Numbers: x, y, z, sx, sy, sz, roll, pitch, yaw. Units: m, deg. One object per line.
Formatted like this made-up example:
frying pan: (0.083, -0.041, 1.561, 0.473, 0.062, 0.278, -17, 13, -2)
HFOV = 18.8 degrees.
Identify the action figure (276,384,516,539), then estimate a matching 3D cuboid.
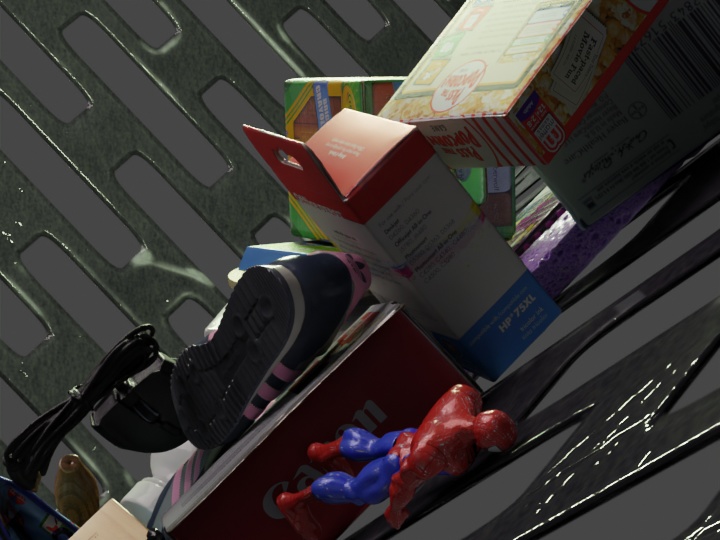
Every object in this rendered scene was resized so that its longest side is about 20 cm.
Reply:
action figure: (0.025, 0.103, 1.168, 0.065, 0.052, 0.200, -51, 10, -30)

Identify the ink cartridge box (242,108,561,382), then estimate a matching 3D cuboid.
ink cartridge box: (0.024, -0.031, 1.360, 0.067, 0.200, 0.116, -44, 24, -11)

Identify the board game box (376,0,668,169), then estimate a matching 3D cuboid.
board game box: (0.113, -0.151, 1.375, 0.200, 0.046, 0.151, -52, 26, -20)

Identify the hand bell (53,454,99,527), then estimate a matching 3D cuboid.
hand bell: (-0.206, 0.201, 1.633, 0.104, 0.104, 0.201, -45, -29, -31)

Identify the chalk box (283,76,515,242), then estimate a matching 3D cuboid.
chalk box: (0.036, -0.082, 1.605, 0.123, 0.125, 0.200, -3, 5, -23)

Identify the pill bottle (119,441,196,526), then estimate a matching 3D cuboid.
pill bottle: (-0.088, 0.140, 1.674, 0.200, 0.112, 0.112, -45, 2, -27)

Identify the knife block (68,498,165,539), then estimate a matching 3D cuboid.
knife block: (-0.106, 0.224, 1.307, 0.064, 0.200, 0.175, -43, 47, -13)

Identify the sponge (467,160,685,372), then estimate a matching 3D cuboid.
sponge: (0.133, -0.008, 1.494, 0.200, 0.030, 0.112, -44, 3, -14)

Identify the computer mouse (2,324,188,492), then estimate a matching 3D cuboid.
computer mouse: (-0.163, 0.111, 1.473, 0.140, 0.046, 0.200, -42, -15, -1)

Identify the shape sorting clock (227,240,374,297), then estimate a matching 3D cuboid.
shape sorting clock: (0.000, 0.000, 1.623, 0.199, 0.039, 0.200, -2, 6, 0)

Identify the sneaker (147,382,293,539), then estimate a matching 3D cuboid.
sneaker: (-0.102, 0.158, 1.527, 0.200, 0.070, 0.082, -57, -4, 21)

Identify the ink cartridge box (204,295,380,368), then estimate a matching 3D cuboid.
ink cartridge box: (-0.017, 0.036, 1.659, 0.160, 0.050, 0.200, 0, 15, 12)

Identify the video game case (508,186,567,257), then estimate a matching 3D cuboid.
video game case: (0.148, -0.036, 1.662, 0.181, 0.036, 0.200, -45, 2, -12)

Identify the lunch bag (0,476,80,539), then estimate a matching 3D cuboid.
lunch bag: (-0.219, 0.213, 1.530, 0.094, 0.200, 0.151, -44, 2, -21)

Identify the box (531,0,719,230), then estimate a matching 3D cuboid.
box: (0.181, -0.153, 1.466, 0.184, 0.105, 0.200, -36, 23, 14)

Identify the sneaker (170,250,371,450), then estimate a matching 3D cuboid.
sneaker: (-0.056, 0.053, 1.376, 0.082, 0.070, 0.200, -17, -17, -34)

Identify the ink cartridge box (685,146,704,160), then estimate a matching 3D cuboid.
ink cartridge box: (0.276, -0.152, 1.529, 0.200, 0.037, 0.095, -47, 2, -10)

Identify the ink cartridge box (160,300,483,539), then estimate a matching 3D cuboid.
ink cartridge box: (-0.026, 0.116, 1.344, 0.200, 0.084, 0.176, -45, 2, -5)
